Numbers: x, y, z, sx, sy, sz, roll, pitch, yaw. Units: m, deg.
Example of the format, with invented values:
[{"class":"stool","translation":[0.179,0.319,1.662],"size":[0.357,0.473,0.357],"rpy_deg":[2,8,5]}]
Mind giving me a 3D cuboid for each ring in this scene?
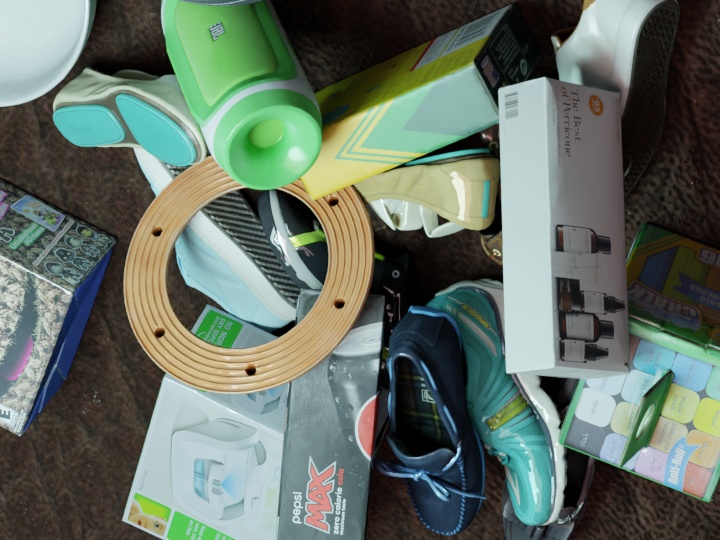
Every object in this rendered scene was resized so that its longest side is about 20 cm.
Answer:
[{"class":"ring","translation":[-0.084,-0.001,1.663],"size":[0.199,0.202,0.019],"rpy_deg":[1,160,18]}]

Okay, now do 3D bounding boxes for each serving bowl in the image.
[{"class":"serving bowl","translation":[-0.290,-0.232,1.712],"size":[0.198,0.066,0.202],"rpy_deg":[8,117,15]}]

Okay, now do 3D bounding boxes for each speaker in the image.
[{"class":"speaker","translation":[-0.089,-0.148,1.607],"size":[0.088,0.201,0.089],"rpy_deg":[-11,132,-12]}]

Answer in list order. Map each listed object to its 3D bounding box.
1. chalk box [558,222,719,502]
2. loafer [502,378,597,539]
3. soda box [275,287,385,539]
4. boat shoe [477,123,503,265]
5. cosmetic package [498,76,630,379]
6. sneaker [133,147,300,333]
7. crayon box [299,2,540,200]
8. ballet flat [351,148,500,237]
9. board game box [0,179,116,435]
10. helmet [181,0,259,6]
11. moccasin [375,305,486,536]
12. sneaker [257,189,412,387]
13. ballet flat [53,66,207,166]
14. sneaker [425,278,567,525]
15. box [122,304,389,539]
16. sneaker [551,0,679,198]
[{"class":"chalk box","translation":[0.229,0.075,1.616],"size":[0.123,0.200,0.125],"rpy_deg":[21,121,7]},{"class":"loafer","translation":[0.155,0.163,1.766],"size":[0.071,0.063,0.201],"rpy_deg":[23,121,7]},{"class":"soda box","translation":[-0.023,0.119,1.665],"size":[0.070,0.063,0.202],"rpy_deg":[5,78,-1]},{"class":"boat shoe","translation":[0.121,-0.039,1.653],"size":[0.070,0.071,0.201],"rpy_deg":[-15,122,-10]},{"class":"cosmetic package","translation":[0.143,-0.028,1.531],"size":[0.050,0.082,0.202],"rpy_deg":[-10,78,45]},{"class":"sneaker","translation":[-0.128,-0.025,1.760],"size":[0.082,0.074,0.200],"rpy_deg":[-33,99,30]},{"class":"crayon box","translation":[0.026,-0.120,1.629],"size":[0.199,0.127,0.051],"rpy_deg":[-21,108,28]},{"class":"ballet flat","translation":[0.040,-0.056,1.632],"size":[0.068,0.200,0.064],"rpy_deg":[-8,95,-23]},{"class":"board game box","translation":[-0.329,0.012,1.832],"size":[0.199,0.097,0.160],"rpy_deg":[26,121,4]},{"class":"helmet","translation":[-0.104,-0.282,1.554],"size":[0.200,0.200,0.191],"rpy_deg":[43,129,-6]},{"class":"moccasin","translation":[0.044,0.123,1.665],"size":[0.080,0.068,0.201],"rpy_deg":[2,122,27]},{"class":"sneaker","translation":[0.000,0.000,1.745],"size":[0.083,0.072,0.200],"rpy_deg":[-36,104,11]},{"class":"ballet flat","translation":[-0.165,-0.126,1.686],"size":[0.199,0.069,0.070],"rpy_deg":[14,126,49]},{"class":"sneaker","translation":[0.100,0.108,1.718],"size":[0.077,0.079,0.201],"rpy_deg":[-25,85,61]},{"class":"box","translation":[-0.083,0.153,1.798],"size":[0.175,0.097,0.201],"rpy_deg":[26,137,3]},{"class":"sneaker","translation":[0.177,-0.132,1.618],"size":[0.085,0.073,0.201],"rpy_deg":[37,132,33]}]
